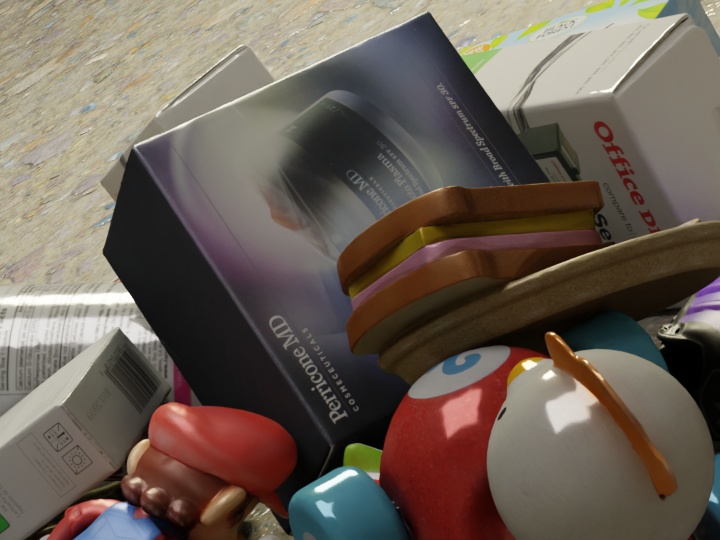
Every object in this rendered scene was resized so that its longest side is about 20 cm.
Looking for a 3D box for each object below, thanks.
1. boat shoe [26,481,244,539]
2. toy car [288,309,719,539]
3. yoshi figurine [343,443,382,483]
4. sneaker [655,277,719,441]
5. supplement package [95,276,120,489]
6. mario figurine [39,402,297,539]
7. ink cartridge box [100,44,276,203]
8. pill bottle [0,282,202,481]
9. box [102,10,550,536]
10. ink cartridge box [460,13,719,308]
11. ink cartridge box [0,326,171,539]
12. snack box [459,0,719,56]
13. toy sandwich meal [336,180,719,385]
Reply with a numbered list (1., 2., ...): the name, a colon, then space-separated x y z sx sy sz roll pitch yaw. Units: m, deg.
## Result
1. boat shoe: -0.158 0.165 1.581 0.199 0.074 0.063 -29 17 5
2. toy car: 0.087 0.080 1.165 0.184 0.177 0.200 -29 -26 -21
3. yoshi figurine: 0.025 0.161 1.331 0.111 0.113 0.200 17 18 11
4. sneaker: 0.189 0.026 1.406 0.099 0.070 0.200 -29 19 12
5. supplement package: -0.141 0.077 1.714 0.200 0.110 0.114 -38 20 -20
6. mario figurine: -0.102 0.154 1.356 0.200 0.123 0.106 -45 -9 -17
7. ink cartridge box: -0.082 -0.046 1.795 0.083 0.147 0.200 -39 2 -19
8. pill bottle: -0.166 0.064 1.562 0.199 0.114 0.114 -2 27 12
9. box: 0.000 0.000 1.466 0.198 0.200 0.123 -27 -19 -24
10. ink cartridge box: 0.132 -0.056 1.576 0.084 0.146 0.200 -43 22 -31
11. ink cartridge box: -0.199 0.121 1.468 0.200 0.050 0.109 -38 9 22
12. snack box: 0.123 -0.107 1.836 0.199 0.068 0.169 -13 26 39
13. toy sandwich meal: 0.082 -0.002 1.310 0.204 0.071 0.205 -20 -9 -3
